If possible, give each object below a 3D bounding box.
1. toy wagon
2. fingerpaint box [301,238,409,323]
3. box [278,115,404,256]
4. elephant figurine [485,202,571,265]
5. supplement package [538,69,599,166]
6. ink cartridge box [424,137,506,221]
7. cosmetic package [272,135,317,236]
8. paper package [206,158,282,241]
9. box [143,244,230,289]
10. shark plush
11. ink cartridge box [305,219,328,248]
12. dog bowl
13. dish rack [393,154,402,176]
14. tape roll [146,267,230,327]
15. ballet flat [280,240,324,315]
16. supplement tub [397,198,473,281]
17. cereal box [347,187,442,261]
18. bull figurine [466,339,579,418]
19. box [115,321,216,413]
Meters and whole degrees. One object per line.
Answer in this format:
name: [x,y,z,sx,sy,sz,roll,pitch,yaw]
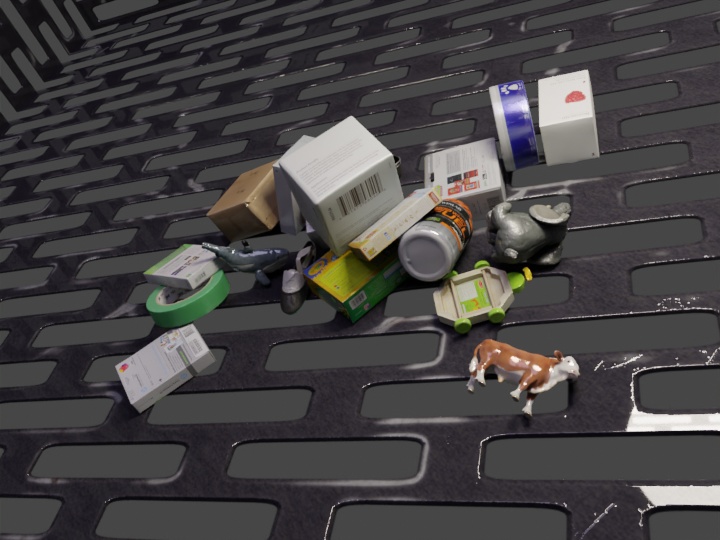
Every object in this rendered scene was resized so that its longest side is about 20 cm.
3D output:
toy wagon: [0.247,0.047,1.468,0.200,0.040,0.155,-17,40,9]
fingerpaint box: [0.000,0.000,1.625,0.200,0.073,0.167,-39,42,-17]
box: [-0.036,-0.183,1.610,0.199,0.200,0.171,-34,55,-10]
elephant figurine: [0.365,-0.082,1.487,0.199,0.142,0.156,-6,70,-6]
supplement package: [0.487,-0.358,1.722,0.121,0.120,0.200,-8,43,19]
ink cartridge box: [0.243,-0.204,1.711,0.175,0.084,0.200,-12,41,16]
cosmetic package: [-0.150,-0.210,1.821,0.052,0.200,0.151,19,46,22]
paper package: [-0.270,-0.181,1.905,0.200,0.104,0.191,-12,36,47]
box: [-0.427,-0.012,1.821,0.200,0.036,0.144,7,38,43]
shark plush: [-0.275,-0.044,1.758,0.200,0.083,0.091,21,40,-3]
ink cartridge box: [-0.028,-0.147,1.765,0.199,0.086,0.148,-13,56,13]
dog bowl: [0.356,-0.335,1.704,0.079,0.200,0.200,-12,41,13]
dish rack: [0.000,-0.232,1.898,0.200,0.055,0.153,-41,40,-16]
tape roll: [-0.415,0.059,1.769,0.200,0.048,0.201,-18,26,9]
ballet flat: [-0.144,0.008,1.697,0.068,0.068,0.200,0,46,25]
supplement tub: [0.165,-0.072,1.552,0.122,0.123,0.200,-3,27,26]
cereal box: [0.070,-0.098,1.541,0.200,0.040,0.144,-39,10,-5]
bull figurine: [0.280,0.181,1.279,0.200,0.065,0.121,15,51,40]
box: [-0.441,0.210,1.656,0.200,0.041,0.156,-34,39,-12]
